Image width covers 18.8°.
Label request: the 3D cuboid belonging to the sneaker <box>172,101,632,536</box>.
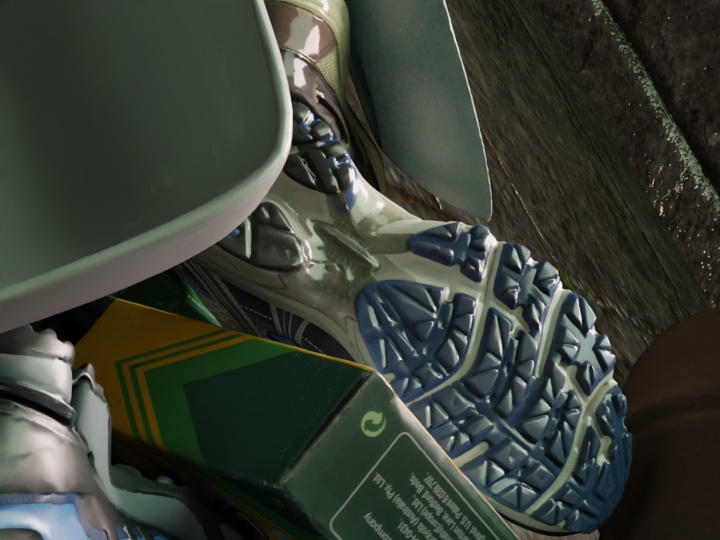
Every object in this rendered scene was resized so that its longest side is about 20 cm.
[{"bbox_3d":[0.005,0.016,0.729,0.200,0.077,0.085,42,-25,2],"label":"sneaker"}]

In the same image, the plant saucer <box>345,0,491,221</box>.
[{"bbox_3d":[0.010,-0.112,0.959,0.201,0.038,0.202,162,-90,-89],"label":"plant saucer"}]

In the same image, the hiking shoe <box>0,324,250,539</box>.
[{"bbox_3d":[-0.088,0.097,0.645,0.200,0.074,0.087,53,42,-49],"label":"hiking shoe"}]

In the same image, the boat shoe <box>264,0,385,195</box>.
[{"bbox_3d":[-0.031,-0.045,0.922,0.201,0.071,0.066,83,16,-58],"label":"boat shoe"}]

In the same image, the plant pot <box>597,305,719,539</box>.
[{"bbox_3d":[0.144,0.139,0.723,0.201,0.199,0.175,52,53,-23],"label":"plant pot"}]

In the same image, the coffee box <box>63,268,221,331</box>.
[{"bbox_3d":[-0.101,-0.025,0.873,0.200,0.044,0.123,44,18,-46],"label":"coffee box"}]

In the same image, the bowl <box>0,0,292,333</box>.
[{"bbox_3d":[-0.133,-0.062,0.582,0.075,0.199,0.201,104,-35,-66],"label":"bowl"}]

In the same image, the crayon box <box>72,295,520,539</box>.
[{"bbox_3d":[-0.030,0.077,0.745,0.126,0.052,0.199,50,-20,-28],"label":"crayon box"}]
